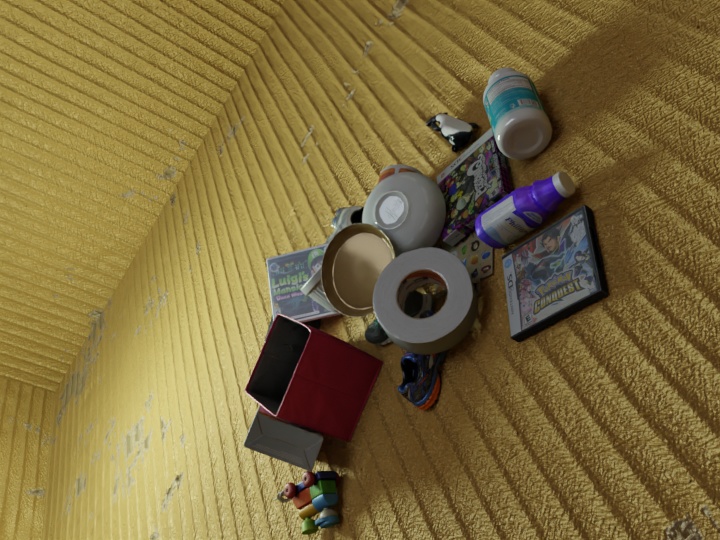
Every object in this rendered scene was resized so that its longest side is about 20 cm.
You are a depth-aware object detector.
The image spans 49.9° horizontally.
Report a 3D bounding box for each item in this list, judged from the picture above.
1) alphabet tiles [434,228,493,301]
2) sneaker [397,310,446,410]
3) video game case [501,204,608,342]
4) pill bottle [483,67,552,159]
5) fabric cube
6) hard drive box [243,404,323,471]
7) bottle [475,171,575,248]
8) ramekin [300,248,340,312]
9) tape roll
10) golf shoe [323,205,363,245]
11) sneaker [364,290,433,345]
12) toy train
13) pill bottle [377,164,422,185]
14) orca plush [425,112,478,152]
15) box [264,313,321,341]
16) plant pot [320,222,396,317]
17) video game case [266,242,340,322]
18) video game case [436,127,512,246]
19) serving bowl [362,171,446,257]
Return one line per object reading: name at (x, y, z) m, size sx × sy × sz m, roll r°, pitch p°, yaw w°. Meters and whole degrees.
alphabet tiles at (0.215, -0.024, 1.597) m, size 0.166 × 0.006 × 0.202 m, roll -28°, pitch 46°, yaw 46°
sneaker at (0.122, 0.169, 1.529) m, size 0.075 × 0.078 × 0.202 m, roll -24°, pitch 49°, yaw 48°
video game case at (0.335, 0.007, 1.361) m, size 0.200 × 0.025 × 0.182 m, roll -36°, pitch 40°, yaw 41°
pill bottle at (0.311, -0.325, 1.561) m, size 0.111 × 0.110 × 0.201 m, roll -43°, pitch 35°, yaw 33°
fabric cube at (-0.106, 0.235, 1.726) m, size 0.196 × 0.198 × 0.201 m, roll 17°, pitch 83°, yaw 61°
hard drive box at (-0.169, 0.366, 1.702) m, size 0.200 × 0.155 × 0.077 m, roll 142°, pitch 150°, yaw -82°
bottle at (0.307, -0.113, 1.438) m, size 0.200 × 0.083 × 0.066 m, roll -35°, pitch 41°, yaw 41°
ramekin at (-0.037, 0.006, 1.812) m, size 0.200 × 0.105 × 0.200 m, roll -48°, pitch 3°, yaw 3°
tape roll at (0.126, 0.058, 1.507) m, size 0.198 × 0.066 × 0.202 m, roll -7°, pitch 64°, yaw 15°
golf shoe at (-0.036, -0.080, 1.977) m, size 0.097 × 0.078 × 0.202 m, roll -15°, pitch 57°, yaw 45°
sneaker at (0.063, 0.092, 1.668) m, size 0.200 × 0.091 × 0.078 m, roll -39°, pitch 37°, yaw 38°
toy train at (-0.120, 0.516, 1.669) m, size 0.200 × 0.084 × 0.117 m, roll -40°, pitch 51°, yaw 37°
pill bottle at (0.083, -0.133, 1.781) m, size 0.112 × 0.112 × 0.202 m, roll -20°, pitch 52°, yaw 51°
orca plush at (0.201, -0.307, 1.767) m, size 0.200 × 0.104 × 0.072 m, roll -140°, pitch 46°, yaw -57°
box at (-0.163, 0.107, 2.032) m, size 0.141 × 0.078 × 0.202 m, roll -7°, pitch 62°, yaw 59°
plant pot at (0.000, 0.000, 1.653) m, size 0.199 × 0.027 × 0.202 m, roll -4°, pitch 82°, yaw 35°
video game case at (-0.136, 0.036, 1.943) m, size 0.198 × 0.023 × 0.184 m, roll -13°, pitch 74°, yaw 17°
video game case at (0.237, -0.177, 1.636) m, size 0.181 × 0.036 × 0.201 m, roll -41°, pitch 35°, yaw 37°
serving bowl at (0.082, -0.122, 1.663) m, size 0.199 × 0.066 × 0.202 m, roll -9°, pitch 73°, yaw 30°
